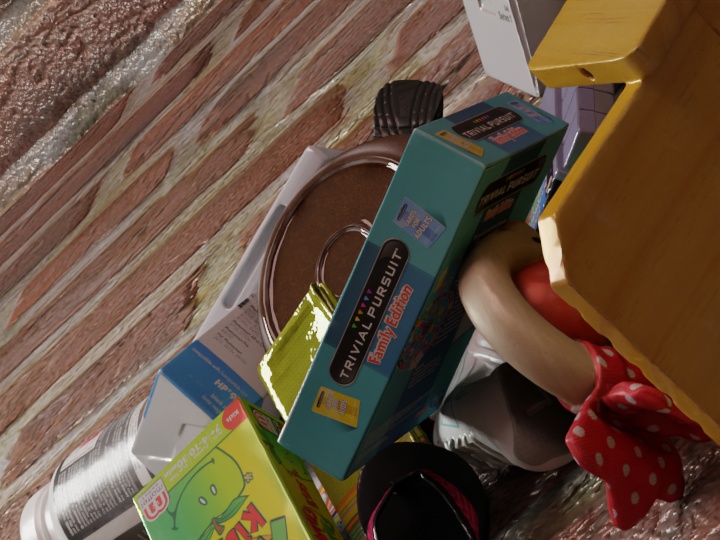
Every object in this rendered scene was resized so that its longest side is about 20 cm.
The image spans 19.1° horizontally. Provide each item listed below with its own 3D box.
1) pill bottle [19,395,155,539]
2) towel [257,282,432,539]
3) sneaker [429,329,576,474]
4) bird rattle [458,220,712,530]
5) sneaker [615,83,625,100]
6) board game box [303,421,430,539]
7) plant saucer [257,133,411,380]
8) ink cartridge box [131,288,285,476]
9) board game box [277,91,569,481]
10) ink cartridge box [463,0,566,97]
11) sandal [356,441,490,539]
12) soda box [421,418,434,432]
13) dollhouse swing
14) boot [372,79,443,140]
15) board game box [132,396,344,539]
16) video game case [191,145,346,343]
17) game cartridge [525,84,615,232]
[{"bbox_3d":[-0.166,0.169,1.640,0.200,0.116,0.116,-35,20,36],"label":"pill bottle"},{"bbox_3d":[-0.006,0.103,1.343,0.086,0.018,0.200,-53,48,25],"label":"towel"},{"bbox_3d":[0.086,0.093,1.282,0.080,0.070,0.200,-53,9,7],"label":"sneaker"},{"bbox_3d":[0.121,0.045,1.149,0.113,0.163,0.200,-59,-2,34],"label":"bird rattle"},{"bbox_3d":[0.167,-0.079,1.426,0.071,0.083,0.200,-39,19,15],"label":"sneaker"},{"bbox_3d":[-0.017,0.148,1.454,0.134,0.034,0.200,-35,20,38],"label":"board game box"},{"bbox_3d":[0.000,0.000,1.412,0.200,0.032,0.200,-17,63,37],"label":"plant saucer"},{"bbox_3d":[-0.065,0.067,1.533,0.200,0.068,0.116,-40,-15,-36],"label":"ink cartridge box"},{"bbox_3d":[0.037,0.005,1.212,0.151,0.047,0.200,-28,-36,-65],"label":"board game box"},{"bbox_3d":[0.185,-0.194,1.496,0.200,0.084,0.145,-17,14,-8],"label":"ink cartridge box"},{"bbox_3d":[0.038,0.152,1.201,0.075,0.045,0.200,-24,33,5],"label":"sandal"},{"bbox_3d":[0.070,0.014,1.481,0.063,0.070,0.200,-37,19,40],"label":"soda box"},{"bbox_3d":[0.161,-0.022,1.101,0.176,0.200,0.182,-51,17,-11],"label":"dollhouse swing"},{"bbox_3d":[0.029,-0.037,1.562,0.068,0.131,0.200,5,39,17],"label":"boot"},{"bbox_3d":[-0.062,0.182,1.315,0.102,0.048,0.200,-44,43,12],"label":"board game box"},{"bbox_3d":[-0.036,-0.007,1.632,0.182,0.024,0.200,-59,-21,11],"label":"video game case"},{"bbox_3d":[0.121,-0.054,1.374,0.130,0.038,0.200,-80,5,-46],"label":"game cartridge"}]
